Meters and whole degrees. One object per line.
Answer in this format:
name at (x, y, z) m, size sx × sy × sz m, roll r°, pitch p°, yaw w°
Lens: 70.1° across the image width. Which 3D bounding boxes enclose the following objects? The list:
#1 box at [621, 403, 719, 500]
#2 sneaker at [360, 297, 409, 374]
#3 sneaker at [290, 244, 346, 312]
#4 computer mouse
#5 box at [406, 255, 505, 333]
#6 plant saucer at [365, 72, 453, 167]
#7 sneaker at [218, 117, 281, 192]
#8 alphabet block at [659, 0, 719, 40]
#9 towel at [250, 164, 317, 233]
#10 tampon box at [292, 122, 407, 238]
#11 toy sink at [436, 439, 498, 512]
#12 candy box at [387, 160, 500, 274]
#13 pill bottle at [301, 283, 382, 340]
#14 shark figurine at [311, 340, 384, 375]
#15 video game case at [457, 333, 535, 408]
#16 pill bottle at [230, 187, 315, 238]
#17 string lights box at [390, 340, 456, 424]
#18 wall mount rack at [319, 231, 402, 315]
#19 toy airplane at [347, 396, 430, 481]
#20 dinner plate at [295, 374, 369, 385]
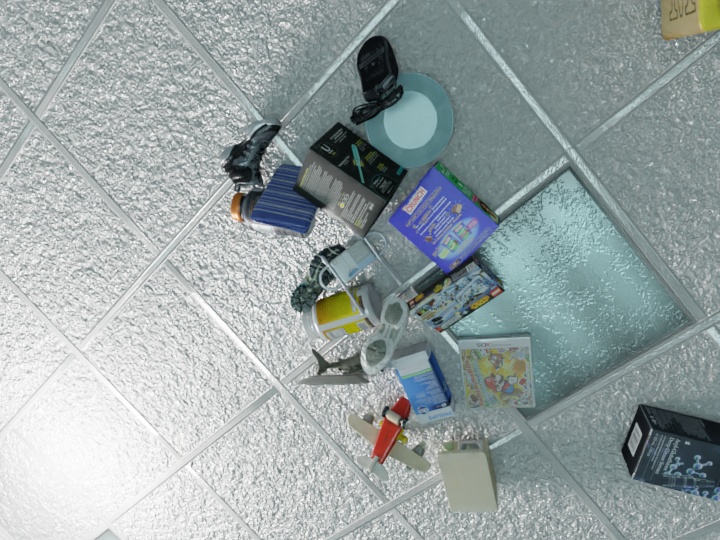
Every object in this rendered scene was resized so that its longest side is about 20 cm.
box at (0.760, 0.433, 1.229) m, size 0.197 × 0.107 × 0.151 m, roll 11°, pitch 111°, yaw 9°
sneaker at (0.073, 0.168, 1.271) m, size 0.077 × 0.099 × 0.202 m, roll 30°, pitch 93°, yaw 26°
sneaker at (-0.110, 0.015, 1.320) m, size 0.077 × 0.086 × 0.201 m, roll 40°, pitch 90°, yaw -4°
computer mouse at (0.038, -0.409, 1.100) m, size 0.137 × 0.052 × 0.203 m, roll -20°, pitch 62°, yaw 35°
box at (0.229, 0.062, 1.230) m, size 0.199 × 0.040 × 0.136 m, roll -37°, pitch 133°, yaw 22°
plant saucer at (0.110, -0.336, 1.155) m, size 0.198 × 0.039 × 0.204 m, roll 4°, pitch 110°, yaw 12°
sneaker at (-0.250, -0.271, 1.234) m, size 0.199 × 0.075 × 0.115 m, roll -30°, pitch 77°, yaw 27°
alphabet block at (0.637, -0.521, 0.866) m, size 0.192 × 0.200 × 0.199 m, roll -10°, pitch 107°, yaw 18°
towel at (-0.158, -0.173, 1.207) m, size 0.143 × 0.202 × 0.024 m, roll 12°, pitch 141°, yaw 9°
tampon box at (-0.023, -0.204, 1.159) m, size 0.199 × 0.150 × 0.127 m, roll 35°, pitch 134°, yaw 1°
toy sink at (0.289, 0.531, 1.382) m, size 0.128 × 0.112 × 0.203 m, roll -10°, pitch 111°, yaw 17°
candy box at (0.193, -0.120, 1.191) m, size 0.199 × 0.077 × 0.169 m, roll 41°, pitch 115°, yaw -4°
pill bottle at (-0.048, 0.113, 1.318) m, size 0.197 × 0.109 × 0.111 m, roll -19°, pitch 104°, yaw 19°
shark figurine at (-0.020, 0.235, 1.388) m, size 0.212 × 0.127 × 0.091 m, roll -5°, pitch 83°, yaw 34°
video game case at (0.349, 0.261, 1.318) m, size 0.179 × 0.023 × 0.203 m, roll -5°, pitch 108°, yaw 16°
pill bottle at (-0.217, -0.146, 1.269) m, size 0.197 × 0.106 × 0.108 m, roll 9°, pitch 112°, yaw 10°
string lights box at (0.168, 0.298, 1.357) m, size 0.102 × 0.059 × 0.202 m, roll -20°, pitch 103°, yaw 20°
wall mount rack at (0.000, 0.000, 1.245) m, size 0.199 × 0.075 × 0.175 m, roll -38°, pitch 93°, yaw -1°
toy airplane at (0.077, 0.463, 1.394) m, size 0.197 × 0.141 × 0.203 m, roll -23°, pitch 76°, yaw 17°
dinner plate at (-0.073, 0.289, 1.355) m, size 0.197 × 0.200 × 0.025 m, roll -4°, pitch 81°, yaw 15°
